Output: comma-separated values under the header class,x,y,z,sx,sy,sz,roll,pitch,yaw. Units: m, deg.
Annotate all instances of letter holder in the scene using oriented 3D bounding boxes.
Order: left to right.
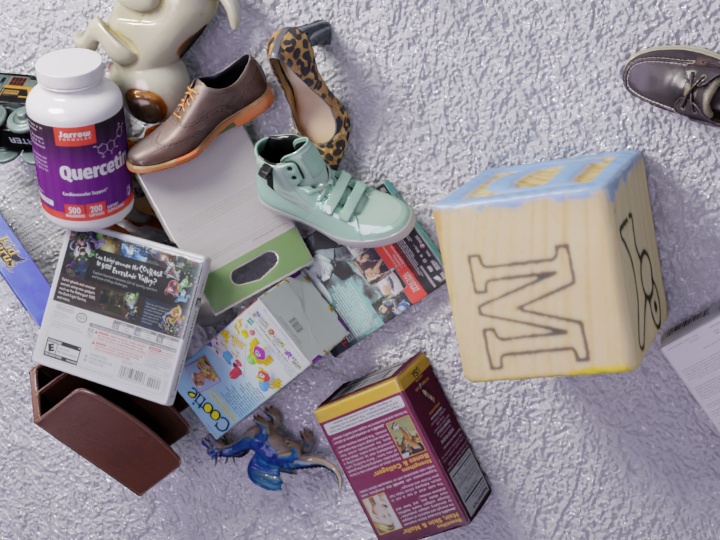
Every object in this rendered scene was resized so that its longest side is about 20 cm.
class,x,y,z,sx,sy,sz,roll,pitch,yaw
letter holder,-0.302,0.173,1.758,0.142,0.101,0.200,-36,129,11

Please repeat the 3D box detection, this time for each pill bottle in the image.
class,x,y,z,sx,sy,sz,roll,pitch,yaw
pill bottle,-0.332,-0.154,1.616,0.112,0.113,0.201,13,126,19

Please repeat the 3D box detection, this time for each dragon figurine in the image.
class,x,y,z,sx,sy,sz,roll,pitch,yaw
dragon figurine,-0.110,0.248,1.789,0.200,0.059,0.100,30,116,13

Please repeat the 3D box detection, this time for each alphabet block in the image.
class,x,y,z,sx,sy,sz,roll,pitch,yaw
alphabet block,0.212,-0.007,1.494,0.196,0.195,0.201,-5,103,26

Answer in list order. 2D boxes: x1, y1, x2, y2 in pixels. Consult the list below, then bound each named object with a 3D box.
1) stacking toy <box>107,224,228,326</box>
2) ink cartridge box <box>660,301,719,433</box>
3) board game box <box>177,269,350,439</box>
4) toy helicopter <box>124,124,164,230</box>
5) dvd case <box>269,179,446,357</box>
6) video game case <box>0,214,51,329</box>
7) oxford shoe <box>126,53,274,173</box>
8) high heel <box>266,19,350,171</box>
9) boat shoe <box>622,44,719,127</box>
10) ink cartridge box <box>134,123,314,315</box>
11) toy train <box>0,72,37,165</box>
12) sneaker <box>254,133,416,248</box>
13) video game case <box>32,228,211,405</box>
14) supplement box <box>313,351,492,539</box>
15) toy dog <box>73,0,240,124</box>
class,x,y,z,sx,sy,sz,roll,pitch,yaw
stacking toy,-0.266,0.022,1.765,0.199,0.146,0.147,15,113,-2
ink cartridge box,0.454,0.120,1.518,0.162,0.057,0.200,-33,100,28
board game box,-0.128,0.106,1.713,0.200,0.103,0.105,-39,89,35
toy helicopter,-0.254,-0.076,1.734,0.200,0.079,0.132,52,135,9
dvd case,0.000,0.000,1.683,0.200,0.022,0.146,-36,90,27
video game case,-0.455,-0.012,1.792,0.045,0.181,0.200,-35,91,-12
oxford shoe,-0.199,-0.188,1.623,0.071,0.200,0.073,38,158,45
high heel,-0.069,-0.184,1.583,0.071,0.143,0.201,2,108,22
boat shoe,0.370,-0.188,1.438,0.199,0.065,0.072,19,115,18
ink cartridge box,-0.166,-0.066,1.675,0.145,0.048,0.201,-29,98,-11
toy train,-0.404,-0.195,1.743,0.199,0.114,0.085,6,142,18
sneaker,-0.035,-0.095,1.583,0.200,0.074,0.118,15,152,15
video game case,-0.289,0.049,1.652,0.199,0.023,0.183,15,90,23
supplement box,0.054,0.222,1.685,0.131,0.103,0.201,-23,96,27
toy dog,-0.244,-0.279,1.649,0.193,0.140,0.201,14,114,-1
